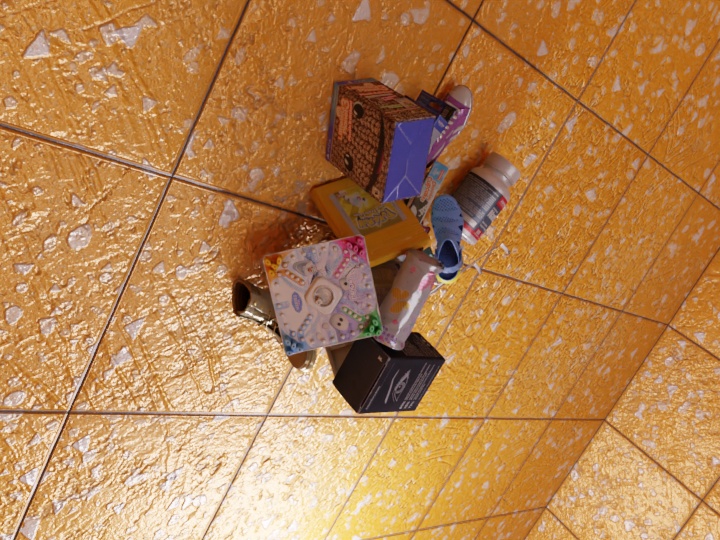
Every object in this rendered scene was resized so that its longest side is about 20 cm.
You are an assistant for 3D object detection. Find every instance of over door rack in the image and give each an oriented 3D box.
[{"bbox_3d":[0.251,-0.014,1.759,0.198,0.067,0.148,-18,167,-28],"label":"over door rack"}]

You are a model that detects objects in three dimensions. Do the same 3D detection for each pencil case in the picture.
[{"bbox_3d":[0.091,0.057,1.409,0.202,0.082,0.090,-63,161,10],"label":"pencil case"}]

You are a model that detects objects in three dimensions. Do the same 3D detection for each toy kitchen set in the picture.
[{"bbox_3d":[0.005,0.138,1.659,0.161,0.183,0.200,-18,178,6],"label":"toy kitchen set"}]

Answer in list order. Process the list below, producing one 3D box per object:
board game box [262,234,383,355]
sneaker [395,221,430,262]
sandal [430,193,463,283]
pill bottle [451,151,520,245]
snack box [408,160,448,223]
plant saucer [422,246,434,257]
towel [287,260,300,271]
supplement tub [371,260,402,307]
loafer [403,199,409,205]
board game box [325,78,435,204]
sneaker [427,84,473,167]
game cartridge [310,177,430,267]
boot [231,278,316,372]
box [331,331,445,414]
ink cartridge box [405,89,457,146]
[{"bbox_3d":[-0.070,0.050,1.347,0.196,0.026,0.203,-12,104,0],"label":"board game box"},{"bbox_3d":[0.131,-0.059,1.665,0.113,0.071,0.200,-47,138,2],"label":"sneaker"},{"bbox_3d":[0.197,-0.071,1.586,0.078,0.087,0.204,-6,92,5],"label":"sandal"},{"bbox_3d":[0.285,-0.174,1.678,0.201,0.119,0.119,-52,140,3],"label":"pill bottle"},{"bbox_3d":[0.124,-0.132,1.534,0.202,0.037,0.116,-62,180,-5],"label":"snack box"},{"bbox_3d":[0.093,0.025,1.641,0.198,0.019,0.070,-34,136,-2],"label":"plant saucer"},{"bbox_3d":[-0.073,-0.023,1.444,0.197,0.147,0.024,-13,90,-21],"label":"towel"},{"bbox_3d":[-0.002,0.053,1.499,0.197,0.145,0.147,-1,123,-23],"label":"supplement tub"},{"bbox_3d":[0.068,-0.122,1.532,0.202,0.074,0.070,-61,149,-12],"label":"loafer"},{"bbox_3d":[0.032,-0.247,1.328,0.096,0.200,0.162,-14,129,-32],"label":"board game box"},{"bbox_3d":[0.168,-0.299,1.478,0.202,0.072,0.114,-59,169,10],"label":"sneaker"},{"bbox_3d":[0.021,-0.108,1.429,0.174,0.201,0.033,-22,153,-29],"label":"game cartridge"},{"bbox_3d":[-0.176,0.108,1.419,0.073,0.202,0.155,-40,142,20],"label":"boot"},{"bbox_3d":[0.062,0.215,1.514,0.198,0.104,0.149,11,115,-47],"label":"box"},{"bbox_3d":[0.094,-0.271,1.429,0.201,0.119,0.042,-52,137,4],"label":"ink cartridge box"}]
